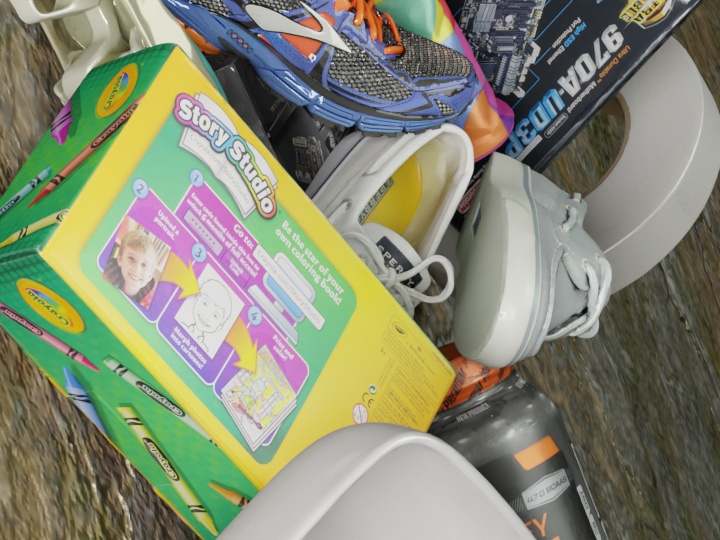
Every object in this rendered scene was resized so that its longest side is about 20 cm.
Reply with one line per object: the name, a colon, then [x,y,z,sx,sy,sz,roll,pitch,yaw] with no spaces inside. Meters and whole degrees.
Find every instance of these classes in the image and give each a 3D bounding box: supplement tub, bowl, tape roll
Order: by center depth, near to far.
bowl: [-0.013,0.169,1.066,0.074,0.200,0.200,22,-25,49]
supplement tub: [0.061,0.140,1.369,0.201,0.122,0.122,68,17,-4]
tape roll: [0.116,-0.063,1.639,0.037,0.202,0.204,52,24,-45]

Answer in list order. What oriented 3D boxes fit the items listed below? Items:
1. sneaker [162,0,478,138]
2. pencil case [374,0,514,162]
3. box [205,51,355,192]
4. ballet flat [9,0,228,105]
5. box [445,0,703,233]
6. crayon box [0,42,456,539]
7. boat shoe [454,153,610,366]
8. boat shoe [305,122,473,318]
sneaker: [-0.028,-0.126,1.311,0.199,0.079,0.075,23,25,-19]
pencil case: [0.006,-0.141,1.428,0.201,0.088,0.088,64,18,-17]
box: [-0.032,-0.057,1.431,0.159,0.048,0.200,64,18,-15]
ballet flat: [-0.121,-0.110,1.215,0.201,0.069,0.070,62,18,-18]
box: [0.074,-0.141,1.521,0.159,0.200,0.046,44,20,4]
crayon box: [-0.057,0.023,1.119,0.200,0.058,0.119,49,50,-25]
boat shoe: [0.088,-0.003,1.336,0.201,0.071,0.070,-84,-167,-70]
boat shoe: [0.003,0.003,1.298,0.075,0.086,0.202,54,48,-24]
